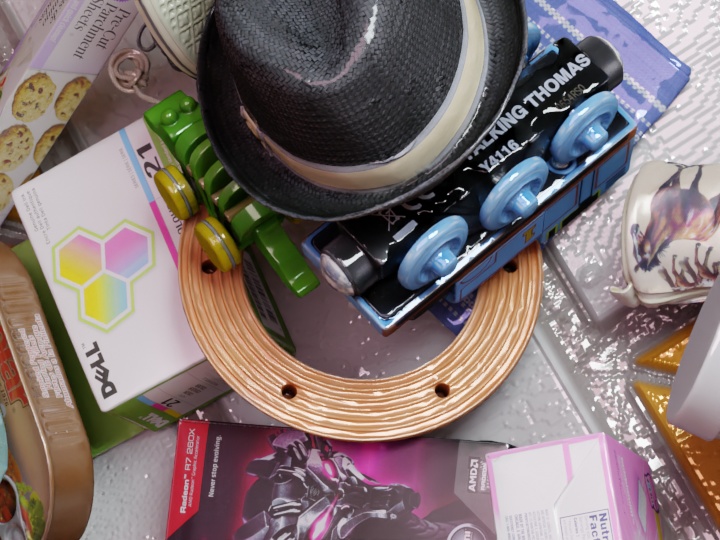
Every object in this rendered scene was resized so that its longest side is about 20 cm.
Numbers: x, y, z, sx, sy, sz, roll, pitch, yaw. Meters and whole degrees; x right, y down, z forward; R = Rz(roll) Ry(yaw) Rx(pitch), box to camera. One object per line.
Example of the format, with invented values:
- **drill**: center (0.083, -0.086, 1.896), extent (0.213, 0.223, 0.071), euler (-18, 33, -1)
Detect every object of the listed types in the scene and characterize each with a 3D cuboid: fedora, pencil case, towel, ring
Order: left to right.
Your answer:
- **fedora**: center (-0.015, -0.127, 1.297), extent (0.200, 0.092, 0.201), euler (-12, 59, 20)
- **ring**: center (0.000, 0.000, 1.419), extent (0.200, 0.019, 0.201), euler (2, 68, -4)
- **towel**: center (0.073, -0.081, 1.464), extent (0.145, 0.024, 0.200), euler (43, 95, 18)
- **pencil case**: center (0.234, -0.012, 1.364), extent (0.199, 0.078, 0.090), euler (3, 56, 18)

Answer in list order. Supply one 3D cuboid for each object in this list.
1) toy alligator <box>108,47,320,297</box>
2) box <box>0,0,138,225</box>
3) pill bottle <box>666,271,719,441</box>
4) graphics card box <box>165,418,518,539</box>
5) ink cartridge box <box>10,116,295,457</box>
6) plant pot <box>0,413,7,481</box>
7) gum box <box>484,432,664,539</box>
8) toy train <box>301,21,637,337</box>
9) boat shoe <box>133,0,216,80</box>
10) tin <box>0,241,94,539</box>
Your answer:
- **toy alligator**: center (-0.085, -0.065, 1.398), extent (0.059, 0.054, 0.200), euler (-33, 61, -12)
- **box**: center (-0.181, -0.108, 1.488), extent (0.200, 0.041, 0.039), euler (-52, 28, 29)
- **pill bottle**: center (0.261, 0.070, 1.289), extent (0.199, 0.116, 0.116), euler (22, 85, 0)
- **graphics card box**: center (-0.010, 0.150, 1.418), extent (0.199, 0.051, 0.126), euler (4, 81, 20)
- **ink cartridge box**: center (-0.159, 0.025, 1.483), extent (0.200, 0.076, 0.148), euler (-28, 72, 9)
- **plant pot**: center (-0.310, 0.114, 1.419), extent (0.196, 0.200, 0.201), euler (-29, 71, 29)
- **gum box**: center (0.121, 0.182, 1.340), extent (0.066, 0.113, 0.201), euler (-12, 76, 16)
- **toy train**: center (0.060, -0.044, 1.367), extent (0.200, 0.114, 0.087), euler (-40, 68, -15)
- **boat shoe**: center (-0.088, -0.140, 1.430), extent (0.062, 0.200, 0.075), euler (20, 83, 24)
- **tin**: center (-0.209, 0.073, 1.469), extent (0.112, 0.042, 0.200), euler (-39, 66, 46)
